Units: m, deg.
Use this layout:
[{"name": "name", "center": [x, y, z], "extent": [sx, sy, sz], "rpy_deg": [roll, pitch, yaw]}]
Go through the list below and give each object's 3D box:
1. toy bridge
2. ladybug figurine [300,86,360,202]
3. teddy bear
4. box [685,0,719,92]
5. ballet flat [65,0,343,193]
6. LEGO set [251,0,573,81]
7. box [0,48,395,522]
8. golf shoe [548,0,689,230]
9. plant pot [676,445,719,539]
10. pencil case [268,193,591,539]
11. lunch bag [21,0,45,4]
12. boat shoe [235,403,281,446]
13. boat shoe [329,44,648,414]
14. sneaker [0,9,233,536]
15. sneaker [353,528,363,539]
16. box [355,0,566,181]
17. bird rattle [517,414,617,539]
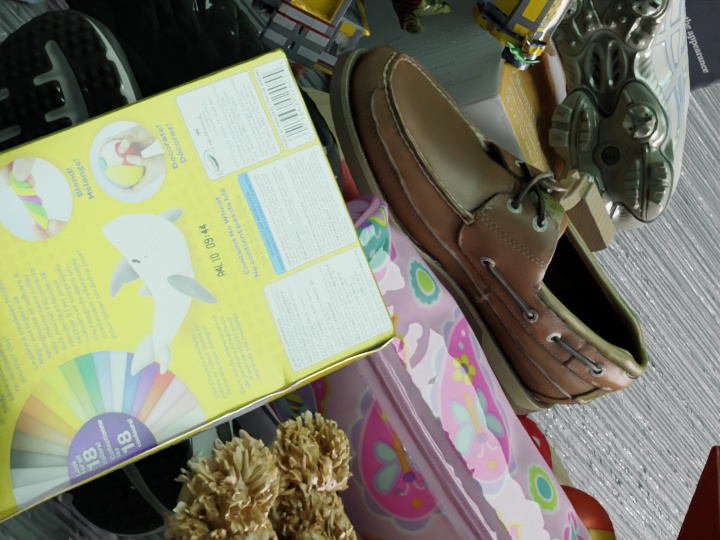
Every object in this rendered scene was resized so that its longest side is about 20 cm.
[{"name": "toy bridge", "center": [0.071, 0.009, 1.154], "extent": [0.067, 0.027, 0.200], "rpy_deg": [63, 35, -25]}, {"name": "ladybug figurine", "center": [0.000, 0.000, 1.150], "extent": [0.201, 0.072, 0.136], "rpy_deg": [62, 22, -16]}, {"name": "teddy bear", "center": [-0.020, 0.151, 0.904], "extent": [0.145, 0.066, 0.201], "rpy_deg": [20, 68, -62]}, {"name": "box", "center": [0.194, -0.191, 1.327], "extent": [0.104, 0.199, 0.148], "rpy_deg": [-77, 147, -61]}, {"name": "ballet flat", "center": [-0.074, -0.093, 1.046], "extent": [0.200, 0.066, 0.057], "rpy_deg": [57, -1, 22]}, {"name": "LEGO set", "center": [0.015, -0.143, 1.209], "extent": [0.153, 0.116, 0.200], "rpy_deg": [22, 23, -25]}, {"name": "box", "center": [-0.094, 0.010, 0.856], "extent": [0.199, 0.048, 0.118], "rpy_deg": [-23, 92, -33]}, {"name": "golf shoe", "center": [0.136, -0.122, 1.274], "extent": [0.097, 0.078, 0.201], "rpy_deg": [-6, 99, -70]}, {"name": "plant pot", "center": [0.240, 0.237, 1.241], "extent": [0.200, 0.175, 0.201], "rpy_deg": [-84, -175, -49]}, {"name": "pencil case", "center": [0.025, 0.070, 0.982], "extent": [0.201, 0.087, 0.087], "rpy_deg": [59, 23, -7]}, {"name": "lunch bag", "center": [-0.091, -0.217, 0.965], "extent": [0.127, 0.199, 0.170], "rpy_deg": [-3, 72, -67]}, {"name": "boat shoe", "center": [-0.045, 0.013, 1.040], "extent": [0.200, 0.066, 0.070], "rpy_deg": [56, 24, -27]}, {"name": "boat shoe", "center": [0.060, -0.023, 1.058], "extent": [0.200, 0.068, 0.072], "rpy_deg": [53, 39, -33]}, {"name": "sneaker", "center": [-0.096, 0.000, 0.941], "extent": [0.080, 0.073, 0.201], "rpy_deg": [-2, 80, -71]}, {"name": "sneaker", "center": [0.020, 0.183, 1.044], "extent": [0.200, 0.073, 0.116], "rpy_deg": [42, 35, -33]}, {"name": "box", "center": [0.060, -0.080, 1.319], "extent": [0.200, 0.097, 0.125], "rpy_deg": [-78, 146, -55]}, {"name": "bird rattle", "center": [0.085, 0.133, 1.249], "extent": [0.201, 0.112, 0.163], "rpy_deg": [64, 6, 25]}]
